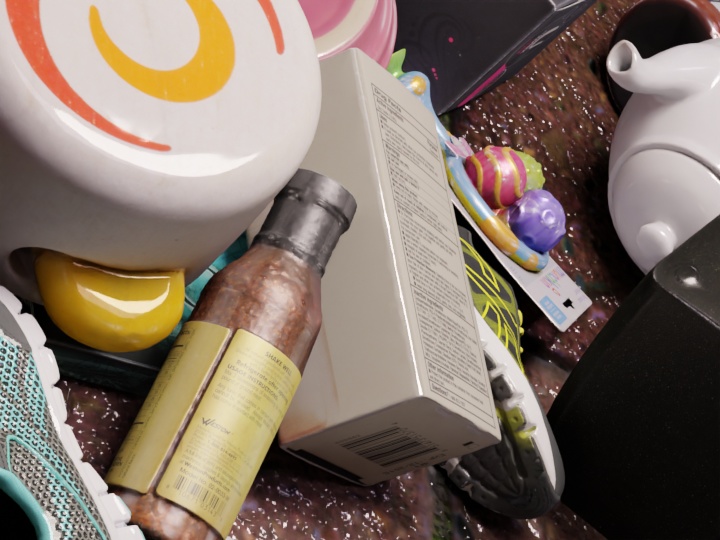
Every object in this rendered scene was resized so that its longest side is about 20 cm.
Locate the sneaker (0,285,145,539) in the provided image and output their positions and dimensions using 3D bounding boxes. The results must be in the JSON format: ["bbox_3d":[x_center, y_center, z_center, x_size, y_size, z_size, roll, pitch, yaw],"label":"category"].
[{"bbox_3d":[-0.164,0.072,0.803,0.200,0.078,0.091,54,11,9],"label":"sneaker"}]

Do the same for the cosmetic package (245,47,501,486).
[{"bbox_3d":[0.000,0.000,0.994,0.103,0.087,0.200,34,41,-55],"label":"cosmetic package"}]

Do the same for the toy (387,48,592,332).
[{"bbox_3d":[0.081,-0.059,1.162,0.200,0.047,0.115,47,18,5],"label":"toy"}]

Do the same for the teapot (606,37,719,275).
[{"bbox_3d":[0.234,-0.044,1.231,0.200,0.197,0.146,43,55,14],"label":"teapot"}]

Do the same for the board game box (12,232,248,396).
[{"bbox_3d":[-0.129,-0.003,0.958,0.200,0.028,0.135,17,47,-33],"label":"board game box"}]

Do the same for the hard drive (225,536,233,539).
[{"bbox_3d":[0.000,0.225,0.886,0.200,0.038,0.140,30,42,-21],"label":"hard drive"}]

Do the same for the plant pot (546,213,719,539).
[{"bbox_3d":[0.236,0.063,1.036,0.199,0.178,0.200,-35,60,-29],"label":"plant pot"}]

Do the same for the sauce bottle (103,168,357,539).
[{"bbox_3d":[-0.058,0.044,0.899,0.066,0.066,0.200,35,68,-17],"label":"sauce bottle"}]

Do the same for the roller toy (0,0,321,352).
[{"bbox_3d":[-0.122,-0.078,0.892,0.200,0.140,0.182,46,50,-1],"label":"roller toy"}]

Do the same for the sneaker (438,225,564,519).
[{"bbox_3d":[0.069,0.044,1.070,0.085,0.074,0.200,-9,66,-47],"label":"sneaker"}]

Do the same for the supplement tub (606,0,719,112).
[{"bbox_3d":[0.281,-0.153,1.408,0.200,0.107,0.107,-6,63,-45],"label":"supplement tub"}]

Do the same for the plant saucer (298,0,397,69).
[{"bbox_3d":[-0.068,-0.171,1.092,0.200,0.051,0.201,10,60,-18],"label":"plant saucer"}]

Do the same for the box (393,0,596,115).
[{"bbox_3d":[0.052,-0.224,1.236,0.200,0.122,0.106,52,38,4],"label":"box"}]
